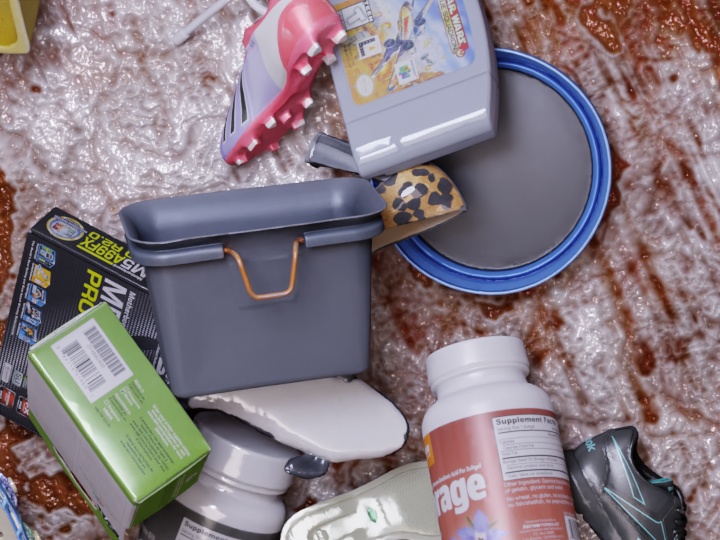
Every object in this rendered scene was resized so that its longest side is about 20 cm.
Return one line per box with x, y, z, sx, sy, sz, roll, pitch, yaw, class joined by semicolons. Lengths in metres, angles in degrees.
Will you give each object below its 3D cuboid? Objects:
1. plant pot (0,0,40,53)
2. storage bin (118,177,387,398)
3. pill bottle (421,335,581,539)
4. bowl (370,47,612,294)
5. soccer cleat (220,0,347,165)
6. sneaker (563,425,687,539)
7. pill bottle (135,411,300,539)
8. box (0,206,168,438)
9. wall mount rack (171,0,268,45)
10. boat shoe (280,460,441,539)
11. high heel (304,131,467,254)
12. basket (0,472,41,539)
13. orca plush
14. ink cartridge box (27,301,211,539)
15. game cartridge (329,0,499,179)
-0.343;-0.321;1.668;0.193;0.195;0.201;8;54;8;plant pot
-0.075;0.018;1.596;0.198;0.146;0.136;-8;107;-10;storage bin
0.110;0.161;1.687;0.111;0.112;0.202;-14;71;10;pill bottle
0.108;-0.082;1.717;0.198;0.039;0.203;1;97;8;bowl
-0.073;-0.161;1.690;0.077;0.066;0.200;54;143;14;soccer cleat
0.241;0.221;1.715;0.079;0.075;0.201;-33;91;9;sneaker
-0.130;0.228;1.754;0.113;0.114;0.202;22;99;5;pill bottle
-0.218;0.067;1.736;0.159;0.044;0.201;28;126;10;box
-0.125;-0.280;1.703;0.173;0.075;0.201;-34;97;12;wall mount rack
0.030;0.209;1.757;0.198;0.068;0.072;-15;72;-3;boat shoe
0.000;0.000;1.688;0.141;0.071;0.202;19;96;21;high heel
-0.348;0.236;1.743;0.138;0.200;0.178;-26;93;11;basket
-0.062;0.118;1.704;0.198;0.071;0.106;-3;85;-6;orca plush
-0.200;0.131;1.677;0.075;0.200;0.148;-34;80;-18;ink cartridge box
0.038;-0.183;1.675;0.132;0.042;0.202;-21;66;14;game cartridge
